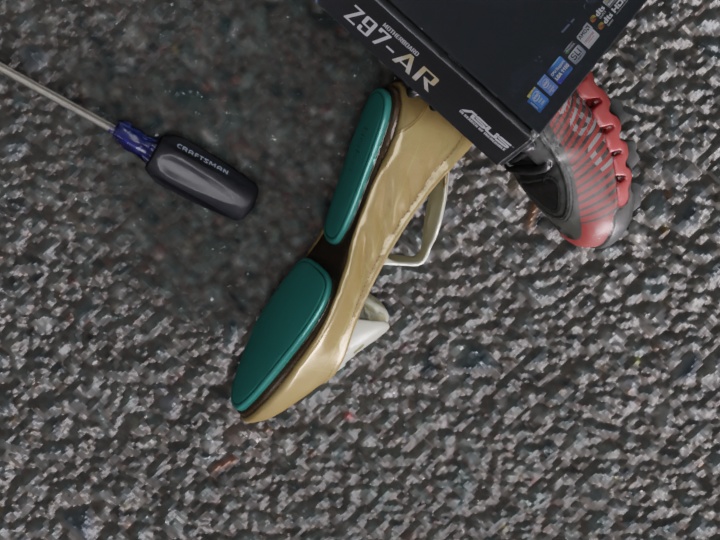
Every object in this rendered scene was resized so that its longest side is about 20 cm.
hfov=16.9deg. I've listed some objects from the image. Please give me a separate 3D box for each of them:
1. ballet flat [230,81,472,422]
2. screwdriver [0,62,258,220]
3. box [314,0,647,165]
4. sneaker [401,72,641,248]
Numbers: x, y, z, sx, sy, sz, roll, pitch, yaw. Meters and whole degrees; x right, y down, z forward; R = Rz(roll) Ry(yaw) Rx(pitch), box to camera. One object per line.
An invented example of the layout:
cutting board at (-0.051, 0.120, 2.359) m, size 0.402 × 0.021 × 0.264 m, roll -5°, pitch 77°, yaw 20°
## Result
ballet flat at (0.000, 0.000, 1.267) m, size 0.063 × 0.069 × 0.200 m, roll 21°, pitch 104°, yaw -23°
screwdriver at (-0.140, -0.084, 1.256) m, size 0.200 × 0.028 × 0.029 m, roll 33°, pitch 70°, yaw -10°
box at (0.071, -0.175, 1.172) m, size 0.160 × 0.044 × 0.200 m, roll 42°, pitch 65°, yaw -5°
sneaker at (0.071, -0.092, 1.228) m, size 0.098 × 0.071 × 0.200 m, roll -33°, pitch 105°, yaw -30°
